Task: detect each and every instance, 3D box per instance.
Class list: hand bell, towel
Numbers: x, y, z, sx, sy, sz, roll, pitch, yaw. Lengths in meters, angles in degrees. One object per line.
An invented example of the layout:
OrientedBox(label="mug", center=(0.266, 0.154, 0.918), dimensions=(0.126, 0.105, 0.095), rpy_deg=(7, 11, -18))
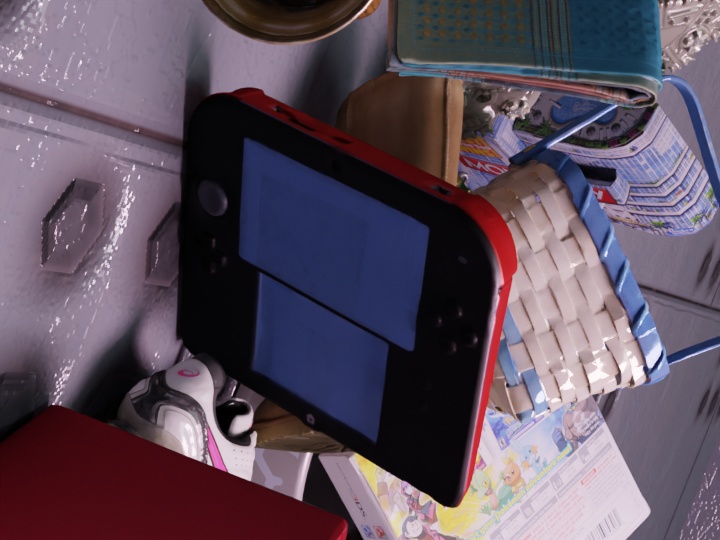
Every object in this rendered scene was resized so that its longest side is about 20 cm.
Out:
OrientedBox(label="hand bell", center=(-0.015, -0.160, 0.835), dimensions=(0.200, 0.104, 0.105), rpy_deg=(-7, 118, -79))
OrientedBox(label="towel", center=(0.088, -0.176, 0.856), dimensions=(0.022, 0.146, 0.201), rpy_deg=(104, -9, -55))

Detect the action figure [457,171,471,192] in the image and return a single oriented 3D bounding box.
OrientedBox(label="action figure", center=(0.076, -0.037, 1.127), dimensions=(0.055, 0.118, 0.200), rpy_deg=(-46, 145, -1))

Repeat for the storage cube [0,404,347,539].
OrientedBox(label="storage cube", center=(-0.130, 0.195, 0.742), dimensions=(0.180, 0.199, 0.172), rpy_deg=(-42, 147, -59))

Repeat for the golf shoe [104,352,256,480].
OrientedBox(label="golf shoe", center=(-0.086, 0.122, 0.902), dimensions=(0.092, 0.073, 0.200), rpy_deg=(-42, 152, -14))

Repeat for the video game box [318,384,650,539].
OrientedBox(label="video game box", center=(0.088, 0.144, 1.055), dimensions=(0.200, 0.047, 0.183), rpy_deg=(-36, 107, -34))

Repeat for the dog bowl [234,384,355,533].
OrientedBox(label="dog bowl", center=(-0.021, 0.102, 1.076), dimensions=(0.200, 0.058, 0.201), rpy_deg=(-49, 152, -37))

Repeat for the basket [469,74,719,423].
OrientedBox(label="basket", center=(0.146, -0.009, 0.991), dimensions=(0.139, 0.199, 0.177), rpy_deg=(-136, -157, -80))

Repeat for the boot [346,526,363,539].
OrientedBox(label="boot", center=(0.037, 0.191, 1.159), dimensions=(0.186, 0.064, 0.200), rpy_deg=(-41, 179, -44))

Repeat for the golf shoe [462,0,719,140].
OrientedBox(label="golf shoe", center=(0.131, -0.162, 1.007), dimensions=(0.078, 0.199, 0.098), rpy_deg=(56, 23, -56))

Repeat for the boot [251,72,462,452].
OrientedBox(label="boot", center=(0.000, 0.000, 0.935), dimensions=(0.066, 0.175, 0.201), rpy_deg=(16, 65, -42))

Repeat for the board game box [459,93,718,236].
OrientedBox(label="board game box", center=(0.129, -0.091, 1.113), dimensions=(0.200, 0.199, 0.062), rpy_deg=(36, 76, -53))

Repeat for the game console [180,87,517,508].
OrientedBox(label="game console", center=(-0.015, 0.012, 0.814), dimensions=(0.031, 0.199, 0.178), rpy_deg=(-28, 137, -46))
